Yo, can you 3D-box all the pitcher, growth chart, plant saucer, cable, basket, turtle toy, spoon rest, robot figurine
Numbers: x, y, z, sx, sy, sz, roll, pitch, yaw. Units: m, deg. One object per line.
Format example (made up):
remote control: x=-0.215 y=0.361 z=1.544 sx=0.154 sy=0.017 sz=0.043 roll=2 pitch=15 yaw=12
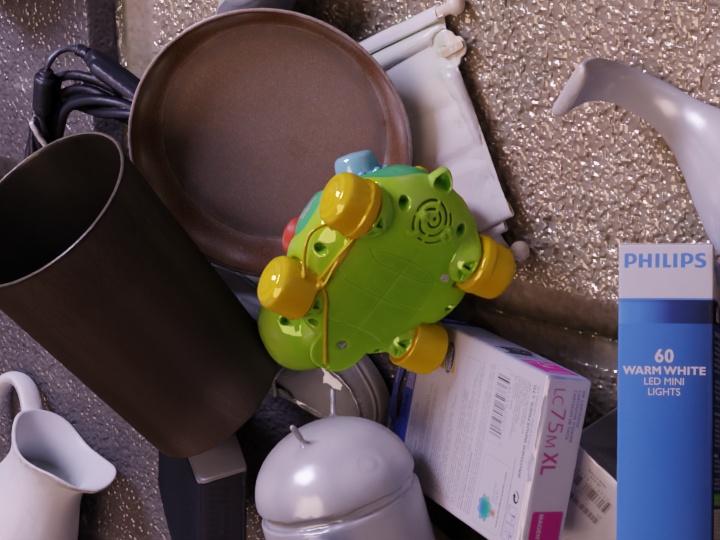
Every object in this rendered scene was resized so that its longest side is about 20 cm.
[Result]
pitcher: x=-0.314 y=0.208 z=1.535 sx=0.172 sy=0.121 sz=0.201 roll=52 pitch=122 yaw=39
growth chart: x=0.041 y=-0.076 z=1.195 sx=0.144 sy=0.018 sz=0.202 roll=-12 pitch=98 yaw=41
plant saucer: x=-0.061 y=-0.090 z=1.193 sx=0.198 sy=0.032 sz=0.202 roll=3 pitch=116 yaw=6
cable: x=-0.179 y=-0.064 z=1.292 sx=0.199 sy=0.051 sz=0.164 roll=36 pitch=124 yaw=14
basket: x=-0.158 y=0.025 z=1.183 sx=0.200 sy=0.136 sz=0.180 roll=50 pitch=169 yaw=-29
turtle toy: x=0.000 y=0.000 z=1.155 sx=0.200 sy=0.145 sz=0.102 roll=-50 pitch=30 yaw=28
spoon rest: x=0.214 y=-0.065 z=1.043 sx=0.199 sy=0.061 sz=0.100 roll=37 pitch=128 yaw=7
robot figurine: x=-0.006 y=0.187 z=1.176 sx=0.112 sy=0.170 sz=0.202 roll=-13 pitch=101 yaw=13

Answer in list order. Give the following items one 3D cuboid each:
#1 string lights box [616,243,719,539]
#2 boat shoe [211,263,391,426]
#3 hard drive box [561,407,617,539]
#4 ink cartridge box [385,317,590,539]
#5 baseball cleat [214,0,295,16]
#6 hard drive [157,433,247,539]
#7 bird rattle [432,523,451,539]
string lights box: x=0.188 y=0.090 z=1.029 sx=0.058 sy=0.103 sz=0.202 roll=-1 pitch=82 yaw=15
boat shoe: x=-0.067 y=0.065 z=1.297 sx=0.200 sy=0.071 sz=0.070 roll=37 pitch=126 yaw=23
hard drive box: x=0.166 y=0.217 z=1.160 sx=0.156 sy=0.077 sz=0.201 roll=46 pitch=128 yaw=17
ink cartridge box: x=0.080 y=0.105 z=1.161 sx=0.200 sy=0.042 sz=0.121 roll=24 pitch=106 yaw=60
baseball cleat: x=-0.074 y=-0.152 z=1.238 sx=0.107 sy=0.070 sz=0.200 roll=54 pitch=141 yaw=2
hard drive: x=-0.125 y=0.160 z=1.328 sx=0.200 sy=0.042 sz=0.136 roll=-125 pitch=35 yaw=-63
bird rattle: x=0.015 y=0.262 z=1.289 sx=0.163 sy=0.113 sz=0.201 roll=-41 pitch=80 yaw=22
